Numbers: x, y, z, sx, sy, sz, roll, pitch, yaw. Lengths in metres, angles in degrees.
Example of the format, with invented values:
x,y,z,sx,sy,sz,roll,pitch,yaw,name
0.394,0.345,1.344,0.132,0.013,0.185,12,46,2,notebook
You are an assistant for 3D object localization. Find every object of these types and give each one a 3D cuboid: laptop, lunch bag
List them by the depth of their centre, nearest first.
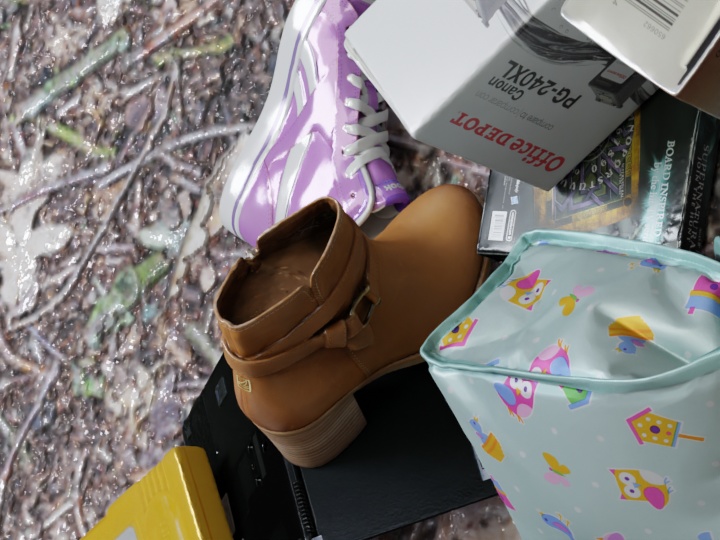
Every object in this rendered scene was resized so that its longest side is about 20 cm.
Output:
x,y,z,sx,sy,sz,roll,pitch,yaw,name
0.155,0.076,1.156,0.199,0.171,0.122,3,42,47,lunch bag
-0.013,0.107,1.388,0.200,0.103,0.178,-59,37,43,laptop

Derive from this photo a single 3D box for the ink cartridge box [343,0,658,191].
x,y,z,sx,sy,sz,roll,pitch,yaw,name
0.112,-0.145,1.245,0.200,0.145,0.084,-45,58,20,ink cartridge box

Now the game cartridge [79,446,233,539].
x,y,z,sx,sy,sz,roll,pitch,yaw,name
-0.130,0.228,1.421,0.200,0.032,0.177,-45,54,41,game cartridge

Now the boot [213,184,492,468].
x,y,z,sx,sy,sz,roll,pitch,yaw,name
0.000,0.000,1.295,0.073,0.155,0.200,22,66,27,boot

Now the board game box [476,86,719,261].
x,y,z,sx,sy,sz,roll,pitch,yaw,name
0.141,-0.101,1.323,0.135,0.028,0.201,5,82,38,board game box

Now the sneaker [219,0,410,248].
x,y,z,sx,sy,sz,roll,pitch,yaw,name
0.002,-0.090,1.407,0.114,0.072,0.201,31,107,36,sneaker

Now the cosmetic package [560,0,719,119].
x,y,z,sx,sy,sz,roll,pitch,yaw,name
0.202,-0.122,1.172,0.087,0.200,0.104,42,106,35,cosmetic package
